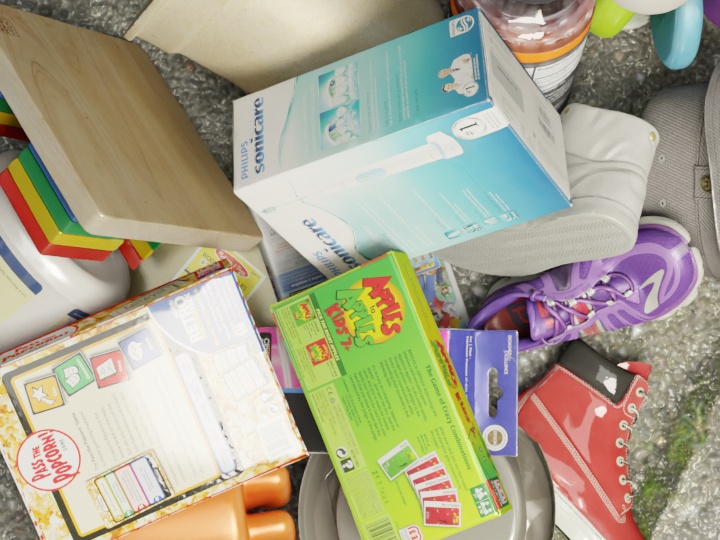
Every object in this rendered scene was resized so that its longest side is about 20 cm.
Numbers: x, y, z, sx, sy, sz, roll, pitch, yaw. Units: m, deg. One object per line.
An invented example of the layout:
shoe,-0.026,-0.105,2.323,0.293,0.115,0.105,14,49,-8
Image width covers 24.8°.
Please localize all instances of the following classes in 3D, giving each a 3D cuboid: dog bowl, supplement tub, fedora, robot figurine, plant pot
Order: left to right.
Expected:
supplement tub,-0.288,0.022,1.223,0.200,0.145,0.145,-37,91,13
robot figurine,-0.150,0.194,1.254,0.199,0.117,0.144,-6,106,-2
plant pot,-0.045,-0.199,1.230,0.183,0.200,0.201,38,89,-12
dog bowl,0.055,0.185,1.242,0.199,0.059,0.201,-4,75,15
supplement tub,0.115,-0.179,1.210,0.107,0.200,0.107,1,62,-3
fedora,0.263,-0.064,1.262,0.090,0.177,0.201,-1,109,28

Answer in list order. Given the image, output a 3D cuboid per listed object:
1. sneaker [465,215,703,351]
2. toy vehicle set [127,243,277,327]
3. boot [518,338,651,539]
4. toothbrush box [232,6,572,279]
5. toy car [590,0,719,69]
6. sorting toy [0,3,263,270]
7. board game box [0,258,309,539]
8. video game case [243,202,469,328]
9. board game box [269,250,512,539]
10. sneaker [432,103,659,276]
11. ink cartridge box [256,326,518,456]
sneaker,0.167,0.026,1.239,0.200,0.083,0.081,-26,94,34
toy vehicle set,-0.119,0.015,1.299,0.200,0.027,0.124,41,89,-2
boot,0.207,0.155,1.290,0.144,0.072,0.200,-43,88,-2
toothbrush box,0.029,-0.083,1.163,0.200,0.146,0.085,-20,54,23
toy car,0.259,-0.239,1.235,0.150,0.175,0.200,40,89,-4
sorting toy,-0.194,-0.086,1.197,0.070,0.199,0.200,-42,68,21
board game box,-0.157,0.100,1.167,0.200,0.046,0.152,-22,102,-7
video game case,0.000,0.000,1.285,0.143,0.018,0.201,-19,89,-19
board game box,0.021,0.098,1.174,0.101,0.048,0.200,-24,82,13
sneaker,0.138,-0.064,1.243,0.074,0.200,0.116,43,57,-36
ink cartridge box,0.017,0.090,1.219,0.199,0.037,0.095,0,87,13
